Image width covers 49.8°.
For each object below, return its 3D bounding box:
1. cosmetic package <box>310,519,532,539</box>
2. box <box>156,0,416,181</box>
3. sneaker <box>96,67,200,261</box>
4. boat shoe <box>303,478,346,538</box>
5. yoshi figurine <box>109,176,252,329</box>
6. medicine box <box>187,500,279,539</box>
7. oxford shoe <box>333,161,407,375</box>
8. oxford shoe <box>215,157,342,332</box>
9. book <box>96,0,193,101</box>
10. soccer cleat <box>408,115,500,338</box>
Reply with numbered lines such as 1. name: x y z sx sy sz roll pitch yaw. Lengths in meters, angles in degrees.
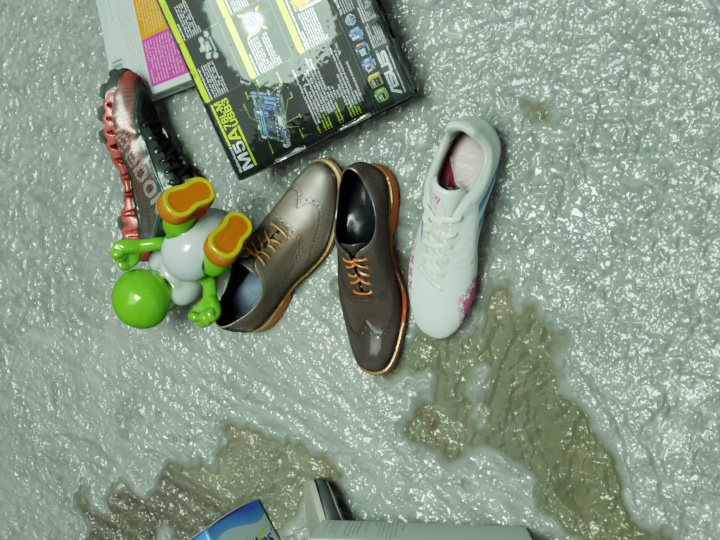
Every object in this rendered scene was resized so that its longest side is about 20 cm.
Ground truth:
1. cosmetic package: 0.055 0.284 0.681 0.194 0.085 0.111 2 84 5
2. box: -0.071 -0.215 0.719 0.189 0.048 0.204 -23 100 15
3. sneaker: -0.216 -0.112 0.822 0.095 0.071 0.206 -3 103 19
4. boat shoe: -0.001 0.298 0.770 0.061 0.073 0.204 -18 76 -19
5. yoshi figurine: -0.187 0.002 0.760 0.200 0.109 0.115 -42 50 52
6. medicine box: -0.144 0.381 0.802 0.181 0.102 0.203 -37 78 21
7. oxford shoe: 0.000 0.000 0.736 0.069 0.072 0.206 -5 91 23
8. oxford shoe: -0.080 -0.020 0.771 0.071 0.073 0.203 34 105 19
9. book: -0.198 -0.260 0.812 0.196 0.048 0.138 -7 94 35
10. soccer cleat: 0.075 -0.038 0.694 0.068 0.086 0.206 14 98 22
